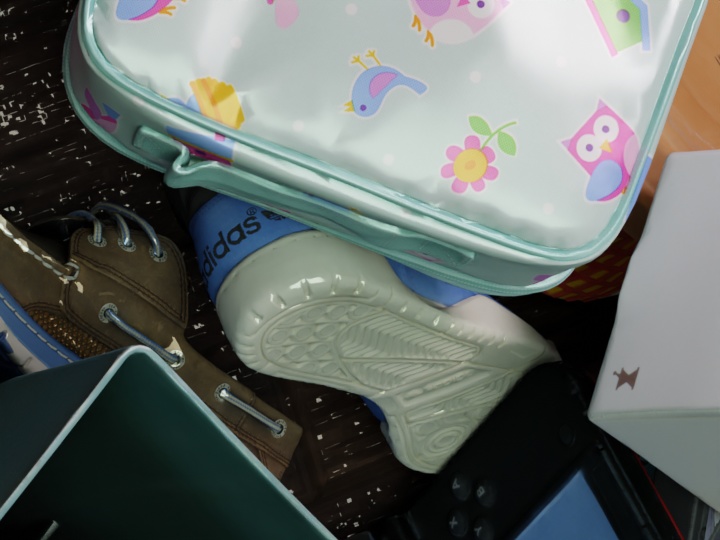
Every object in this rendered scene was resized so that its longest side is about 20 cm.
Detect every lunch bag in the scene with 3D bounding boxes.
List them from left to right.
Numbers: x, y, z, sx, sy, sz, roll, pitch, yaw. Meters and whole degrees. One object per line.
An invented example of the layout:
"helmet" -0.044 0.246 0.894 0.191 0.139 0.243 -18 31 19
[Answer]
"lunch bag" 0.005 -0.086 0.943 0.199 0.077 0.161 21 80 -7

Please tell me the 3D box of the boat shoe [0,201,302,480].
"boat shoe" -0.097 0.015 1.026 0.072 0.072 0.200 -48 120 -14

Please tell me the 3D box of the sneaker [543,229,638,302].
"sneaker" 0.036 -0.074 1.070 0.073 0.077 0.200 -35 96 24

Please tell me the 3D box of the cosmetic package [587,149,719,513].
"cosmetic package" 0.175 0.048 1.005 0.200 0.071 0.102 35 65 -37

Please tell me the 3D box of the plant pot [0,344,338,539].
"plant pot" -0.110 0.126 0.951 0.141 0.200 0.142 46 66 -19

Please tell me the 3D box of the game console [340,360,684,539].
"game console" 0.035 0.157 1.007 0.118 0.173 0.201 -2 53 -40

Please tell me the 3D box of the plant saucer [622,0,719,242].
"plant saucer" 0.131 -0.092 1.061 0.199 0.032 0.202 18 61 -35

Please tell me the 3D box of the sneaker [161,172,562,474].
"sneaker" 0.001 -0.001 1.053 0.077 0.112 0.200 -38 146 19

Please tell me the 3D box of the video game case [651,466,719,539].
"video game case" 0.169 0.136 1.100 0.199 0.025 0.182 -11 115 -44

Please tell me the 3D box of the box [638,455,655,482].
"box" 0.154 0.066 1.133 0.082 0.049 0.201 32 85 -22
